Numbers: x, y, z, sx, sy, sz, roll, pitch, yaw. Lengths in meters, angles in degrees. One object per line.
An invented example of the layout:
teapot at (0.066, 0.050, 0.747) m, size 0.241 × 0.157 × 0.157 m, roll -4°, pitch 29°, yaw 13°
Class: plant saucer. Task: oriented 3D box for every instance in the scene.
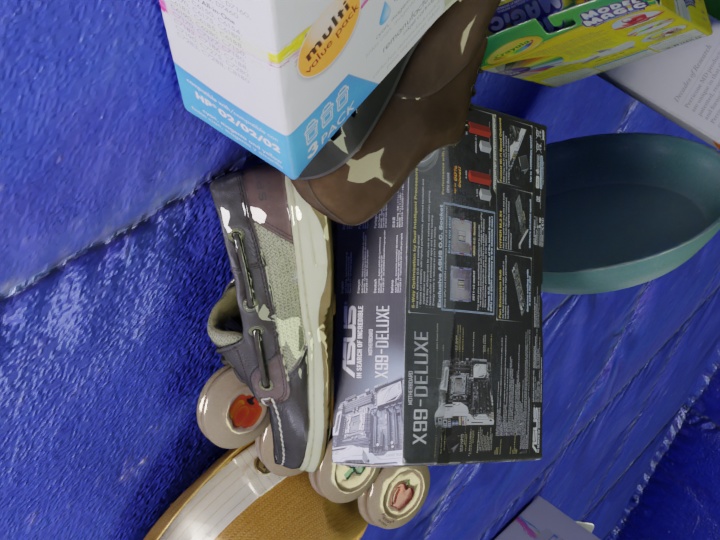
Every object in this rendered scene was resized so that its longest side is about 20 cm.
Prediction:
plant saucer at (0.159, -0.035, 1.149) m, size 0.200 × 0.198 × 0.036 m, roll -40°, pitch 128°, yaw -42°

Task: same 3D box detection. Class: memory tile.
memory tile at (0.002, 0.061, 0.992) m, size 0.199 × 0.017 × 0.154 m, roll 33°, pitch 85°, yaw -43°

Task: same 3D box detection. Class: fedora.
fedora at (-0.058, 0.166, 1.057) m, size 0.200 × 0.082 × 0.201 m, roll -41°, pitch 164°, yaw -14°

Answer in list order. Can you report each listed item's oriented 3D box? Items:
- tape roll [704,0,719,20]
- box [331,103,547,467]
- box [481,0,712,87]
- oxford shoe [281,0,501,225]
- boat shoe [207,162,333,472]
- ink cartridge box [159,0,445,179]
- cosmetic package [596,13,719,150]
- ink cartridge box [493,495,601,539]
tape roll at (0.278, -0.270, 1.166) m, size 0.200 × 0.048 × 0.203 m, roll 10°, pitch 90°, yaw -70°
box at (0.048, 0.008, 0.946) m, size 0.157 × 0.049 × 0.203 m, roll 6°, pitch 84°, yaw -56°
box at (0.137, -0.154, 1.022) m, size 0.116 × 0.049 × 0.200 m, roll -17°, pitch 178°, yaw 20°
oxford shoe at (0.029, -0.107, 0.819) m, size 0.201 × 0.072 × 0.085 m, roll -53°, pitch 134°, yaw -17°
boat shoe at (-0.047, 0.024, 0.881) m, size 0.072 × 0.065 × 0.202 m, roll -96°, pitch -174°, yaw -49°
ink cartridge box at (-0.023, -0.140, 0.670) m, size 0.115 × 0.068 × 0.200 m, roll -50°, pitch 162°, yaw -19°
cosmetic package at (0.233, -0.133, 1.159) m, size 0.072 × 0.199 × 0.101 m, roll -58°, pitch 163°, yaw 8°
ink cartridge box at (0.236, 0.415, 2.293) m, size 0.200 × 0.125 × 0.129 m, roll -31°, pitch 151°, yaw -54°
